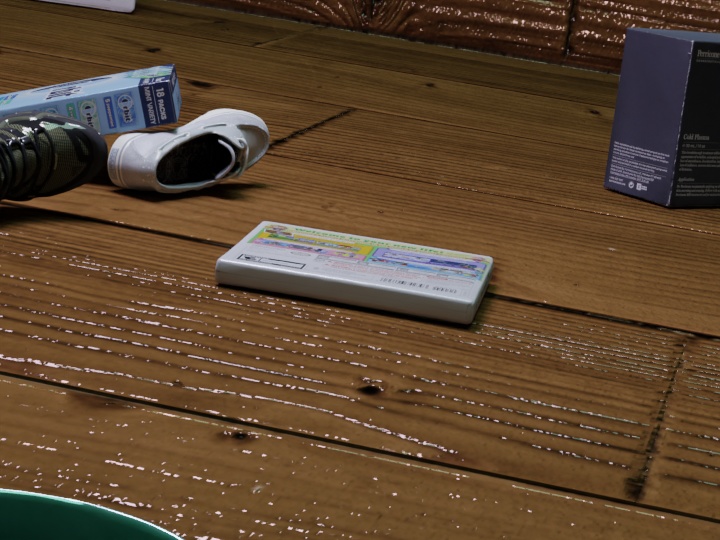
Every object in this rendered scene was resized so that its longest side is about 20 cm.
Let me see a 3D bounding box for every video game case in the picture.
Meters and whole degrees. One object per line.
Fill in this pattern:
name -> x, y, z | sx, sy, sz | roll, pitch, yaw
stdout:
video game case -> 0.000, 0.000, 1.636 | 0.199, 0.022, 0.182 | 9, 12, 7

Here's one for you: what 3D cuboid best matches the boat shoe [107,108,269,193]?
boat shoe -> -0.143, -0.104, 1.925 | 0.071, 0.071, 0.200 | 17, 21, 36

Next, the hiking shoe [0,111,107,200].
hiking shoe -> -0.297, -0.079, 1.678 | 0.199, 0.076, 0.101 | -6, 25, -21

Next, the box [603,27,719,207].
box -> 0.386, -0.171, 2.310 | 0.199, 0.183, 0.104 | -1, 15, -40

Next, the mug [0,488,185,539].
mug -> -0.132, 0.147, 0.630 | 0.184, 0.115, 0.152 | -4, 18, -44

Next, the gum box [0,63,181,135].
gum box -> -0.271, -0.151, 1.954 | 0.199, 0.045, 0.170 | -11, 11, -2

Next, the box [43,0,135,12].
box -> -0.463, -0.540, 3.487 | 0.198, 0.173, 0.199 | 7, 12, -6
